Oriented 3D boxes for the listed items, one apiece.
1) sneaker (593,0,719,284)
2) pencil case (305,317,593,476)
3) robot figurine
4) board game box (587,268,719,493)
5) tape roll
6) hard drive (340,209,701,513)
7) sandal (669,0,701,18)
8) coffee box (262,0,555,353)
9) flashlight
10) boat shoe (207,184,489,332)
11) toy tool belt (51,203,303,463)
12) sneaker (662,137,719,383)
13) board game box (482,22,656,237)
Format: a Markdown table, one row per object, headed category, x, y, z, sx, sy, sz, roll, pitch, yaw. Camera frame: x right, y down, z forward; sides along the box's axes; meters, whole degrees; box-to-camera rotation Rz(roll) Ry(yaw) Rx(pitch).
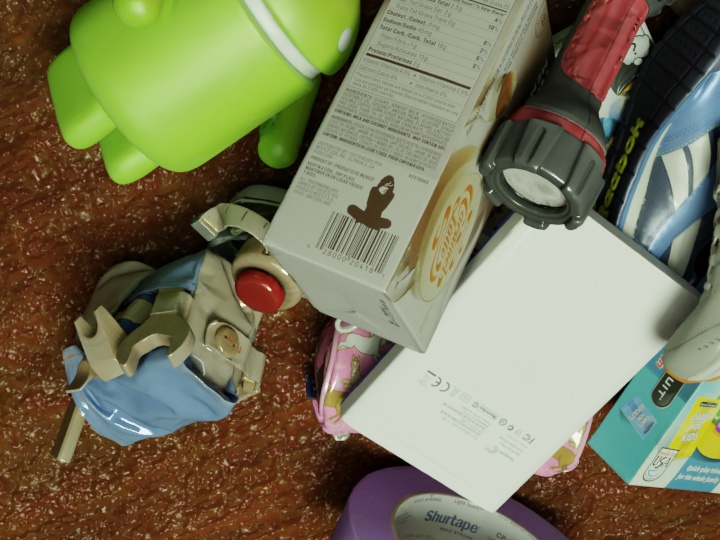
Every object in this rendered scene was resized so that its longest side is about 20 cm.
| category | x | y | z | sx | sy | sz | roll | pitch | yaw |
| --- | --- | --- | --- | --- | --- | --- | --- | --- | --- |
| sneaker | 0.205 | -0.074 | 0.744 | 0.082 | 0.074 | 0.201 | 13 | 120 | -10 |
| pencil case | 0.064 | 0.085 | 0.828 | 0.199 | 0.083 | 0.087 | 12 | 124 | -11 |
| robot figurine | -0.087 | -0.137 | 0.700 | 0.199 | 0.116 | 0.175 | -32 | 141 | 12 |
| board game box | 0.264 | 0.060 | 0.817 | 0.150 | 0.047 | 0.201 | 13 | 115 | -44 |
| tape roll | 0.072 | 0.220 | 0.820 | 0.199 | 0.200 | 0.066 | 19 | 109 | -13 |
| hard drive | 0.099 | 0.053 | 0.752 | 0.132 | 0.025 | 0.200 | 34 | 112 | -20 |
| sandal | 0.242 | -0.156 | 0.758 | 0.080 | 0.054 | 0.201 | -23 | 112 | 5 |
| coffee box | 0.035 | -0.070 | 0.685 | 0.079 | 0.114 | 0.201 | 21 | 76 | 19 |
| flashlight | 0.136 | -0.120 | 0.682 | 0.201 | 0.067 | 0.068 | -61 | 152 | -20 |
| boat shoe | 0.000 | -0.002 | 0.766 | 0.198 | 0.068 | 0.074 | 18 | 125 | 2 |
| toy tool belt | -0.115 | 0.055 | 0.737 | 0.125 | 0.123 | 0.199 | 44 | 137 | -20 |
| sneaker | 0.228 | -0.028 | 0.695 | 0.092 | 0.076 | 0.200 | 37 | 98 | 3 |
| board game box | 0.115 | -0.075 | 0.791 | 0.199 | 0.035 | 0.127 | -30 | 112 | 7 |
